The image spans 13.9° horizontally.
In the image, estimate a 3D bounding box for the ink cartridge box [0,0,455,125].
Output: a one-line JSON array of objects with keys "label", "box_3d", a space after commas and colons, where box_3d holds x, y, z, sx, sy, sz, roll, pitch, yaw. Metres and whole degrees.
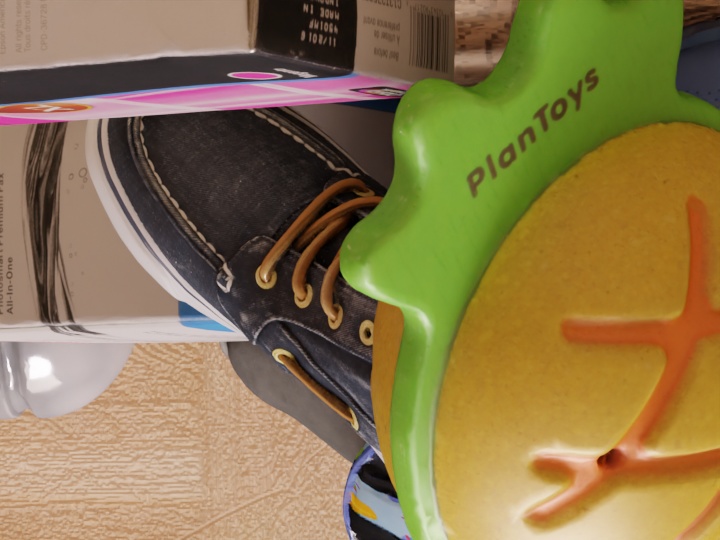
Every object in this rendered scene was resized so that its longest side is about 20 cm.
[{"label": "ink cartridge box", "box_3d": [-0.085, -0.058, 0.736, 0.200, 0.037, 0.095, 0, 178, 30]}]

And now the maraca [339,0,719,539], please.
[{"label": "maraca", "box_3d": [0.055, 0.010, 0.751, 0.107, 0.137, 0.200, 28, 153, 37]}]

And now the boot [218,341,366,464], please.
[{"label": "boot", "box_3d": [0.003, 0.114, 1.110, 0.182, 0.200, 0.073, 15, 152, 13]}]

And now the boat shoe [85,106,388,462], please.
[{"label": "boat shoe", "box_3d": [0.000, 0.000, 0.881, 0.071, 0.200, 0.091, -45, 174, -16]}]

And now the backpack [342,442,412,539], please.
[{"label": "backpack", "box_3d": [0.096, 0.060, 1.020, 0.200, 0.135, 0.183, -4, 141, 7]}]

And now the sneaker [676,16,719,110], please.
[{"label": "sneaker", "box_3d": [0.137, -0.022, 0.831, 0.200, 0.082, 0.074, -3, 152, -7]}]

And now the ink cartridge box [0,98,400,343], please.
[{"label": "ink cartridge box", "box_3d": [-0.066, -0.016, 1.072, 0.200, 0.084, 0.146, -2, 177, 33]}]

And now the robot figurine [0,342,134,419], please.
[{"label": "robot figurine", "box_3d": [-0.179, 0.007, 1.263, 0.200, 0.113, 0.170, 0, -144, 4]}]
